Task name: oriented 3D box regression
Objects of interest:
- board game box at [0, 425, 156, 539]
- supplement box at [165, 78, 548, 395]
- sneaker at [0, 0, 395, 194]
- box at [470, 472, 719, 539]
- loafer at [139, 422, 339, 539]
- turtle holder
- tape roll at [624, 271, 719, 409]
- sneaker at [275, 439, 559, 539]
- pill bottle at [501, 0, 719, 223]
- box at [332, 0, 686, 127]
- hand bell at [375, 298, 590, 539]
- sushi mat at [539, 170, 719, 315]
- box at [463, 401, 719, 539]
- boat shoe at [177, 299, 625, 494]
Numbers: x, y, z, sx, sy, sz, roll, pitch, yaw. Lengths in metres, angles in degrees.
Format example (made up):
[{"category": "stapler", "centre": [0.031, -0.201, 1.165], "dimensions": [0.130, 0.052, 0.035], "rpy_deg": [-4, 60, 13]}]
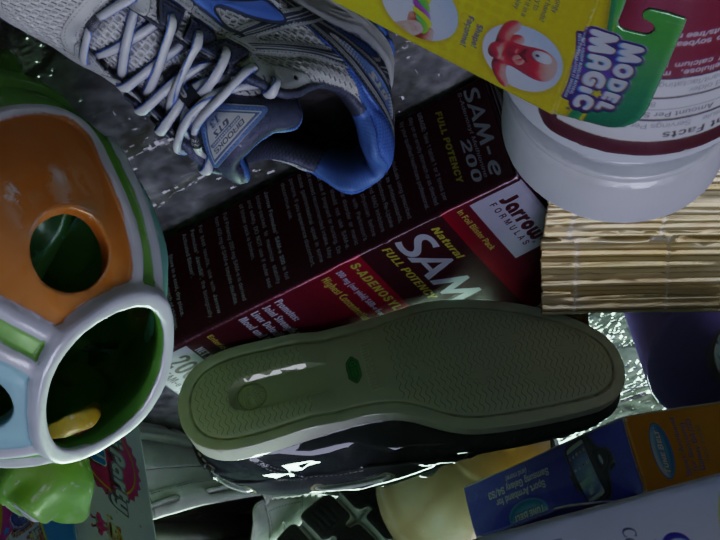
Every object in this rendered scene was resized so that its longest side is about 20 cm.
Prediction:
[{"category": "board game box", "centre": [-0.189, 0.135, 0.957], "dimensions": [0.199, 0.148, 0.064], "rpy_deg": [-33, 138, 20]}, {"category": "supplement box", "centre": [0.000, 0.000, 0.951], "dimensions": [0.199, 0.061, 0.109], "rpy_deg": [-27, 145, 16]}, {"category": "sneaker", "centre": [-0.057, -0.083, 0.781], "dimensions": [0.199, 0.086, 0.077], "rpy_deg": [16, 137, -38]}, {"category": "box", "centre": [0.113, 0.165, 0.912], "dimensions": [0.198, 0.106, 0.184], "rpy_deg": [-14, 167, -8]}, {"category": "loafer", "centre": [-0.067, 0.129, 1.110], "dimensions": [0.198, 0.070, 0.070], "rpy_deg": [8, 141, -31]}, {"category": "turtle holder", "centre": [-0.145, 0.021, 0.801], "dimensions": [0.140, 0.131, 0.187], "rpy_deg": [-8, 130, -52]}, {"category": "tape roll", "centre": [0.223, -0.009, 1.005], "dimensions": [0.198, 0.086, 0.201], "rpy_deg": [-10, 146, -7]}, {"category": "sneaker", "centre": [0.031, 0.153, 1.118], "dimensions": [0.199, 0.081, 0.084], "rpy_deg": [-29, 148, -25]}, {"category": "pill bottle", "centre": [0.108, -0.114, 0.773], "dimensions": [0.113, 0.115, 0.201], "rpy_deg": [-9, 147, -8]}, {"category": "box", "centre": [0.022, -0.132, 0.670], "dimensions": [0.199, 0.048, 0.118], "rpy_deg": [30, 145, 9]}, {"category": "hand bell", "centre": [0.077, 0.068, 1.007], "dimensions": [0.103, 0.105, 0.201], "rpy_deg": [-4, 151, -15]}, {"category": "sushi mat", "centre": [0.176, -0.018, 0.892], "dimensions": [0.198, 0.012, 0.096], "rpy_deg": [0, 134, -4]}, {"category": "box", "centre": [0.144, 0.094, 0.970], "dimensions": [0.199, 0.042, 0.119], "rpy_deg": [-2, 161, -38]}, {"category": "boat shoe", "centre": [0.021, 0.062, 0.927], "dimensions": [0.198, 0.072, 0.068], "rpy_deg": [-8, 141, 4]}]
